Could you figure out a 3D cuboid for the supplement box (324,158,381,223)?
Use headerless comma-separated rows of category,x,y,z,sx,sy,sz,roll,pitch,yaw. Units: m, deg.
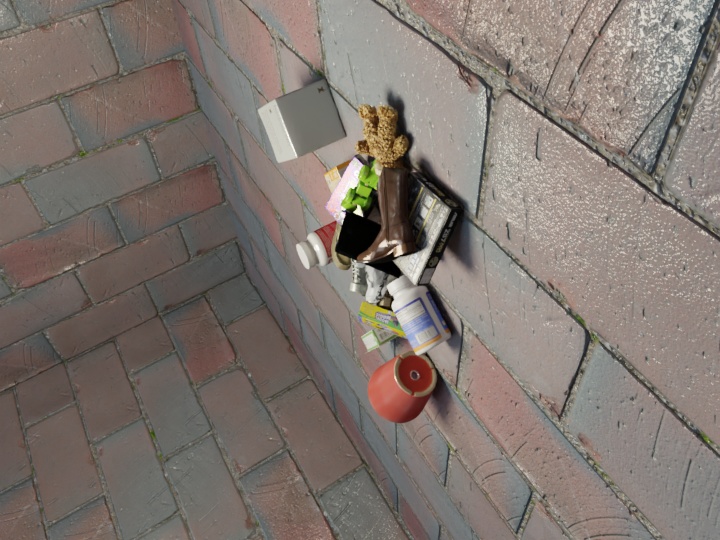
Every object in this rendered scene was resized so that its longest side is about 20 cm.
supplement box,-0.022,-0.206,1.757,0.204,0.072,0.126,66,162,-6

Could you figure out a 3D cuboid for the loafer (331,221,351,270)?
loafer,-0.044,-0.104,1.847,0.067,0.074,0.205,156,117,-72

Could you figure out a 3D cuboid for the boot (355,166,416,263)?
boot,0.049,-0.124,1.402,0.184,0.063,0.205,-14,82,41

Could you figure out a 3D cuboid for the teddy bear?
teddy bear,0.049,-0.292,1.412,0.142,0.067,0.203,18,136,13

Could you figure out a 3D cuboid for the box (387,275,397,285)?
box,0.092,0.025,1.778,0.201,0.041,0.039,53,-174,30

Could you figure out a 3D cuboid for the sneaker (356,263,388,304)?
sneaker,0.028,-0.003,1.670,0.076,0.113,0.202,-96,27,-55

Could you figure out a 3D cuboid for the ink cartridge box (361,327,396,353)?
ink cartridge box,0.067,0.214,2.012,0.060,0.102,0.200,61,162,7

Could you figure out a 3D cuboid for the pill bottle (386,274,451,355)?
pill bottle,0.151,0.112,1.631,0.203,0.110,0.112,62,162,8

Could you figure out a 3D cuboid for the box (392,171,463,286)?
box,0.131,-0.094,1.381,0.161,0.048,0.203,47,127,39

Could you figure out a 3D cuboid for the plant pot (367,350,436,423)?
plant pot,0.139,0.347,1.874,0.203,0.197,0.178,58,150,17

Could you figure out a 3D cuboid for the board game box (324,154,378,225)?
board game box,-0.014,-0.200,1.655,0.121,0.032,0.201,49,134,16

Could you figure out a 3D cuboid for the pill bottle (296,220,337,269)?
pill bottle,-0.097,-0.085,1.923,0.113,0.197,0.113,52,158,31

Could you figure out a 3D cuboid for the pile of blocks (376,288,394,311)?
pile of blocks,0.097,0.091,1.791,0.200,0.080,0.064,52,-138,-71

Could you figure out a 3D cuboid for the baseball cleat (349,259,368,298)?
baseball cleat,0.000,0.000,1.728,0.069,0.107,0.202,14,146,40

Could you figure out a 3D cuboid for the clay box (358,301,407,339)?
clay box,0.093,0.151,1.742,0.196,0.049,0.115,20,168,7

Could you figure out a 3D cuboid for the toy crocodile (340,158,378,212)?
toy crocodile,0.012,-0.218,1.566,0.201,0.066,0.063,-52,24,40

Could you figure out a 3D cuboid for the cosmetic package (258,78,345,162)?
cosmetic package,-0.170,-0.422,1.744,0.199,0.164,0.171,12,126,66

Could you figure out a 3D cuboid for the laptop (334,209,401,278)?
laptop,0.022,-0.072,1.556,0.104,0.174,0.203,125,163,-54
